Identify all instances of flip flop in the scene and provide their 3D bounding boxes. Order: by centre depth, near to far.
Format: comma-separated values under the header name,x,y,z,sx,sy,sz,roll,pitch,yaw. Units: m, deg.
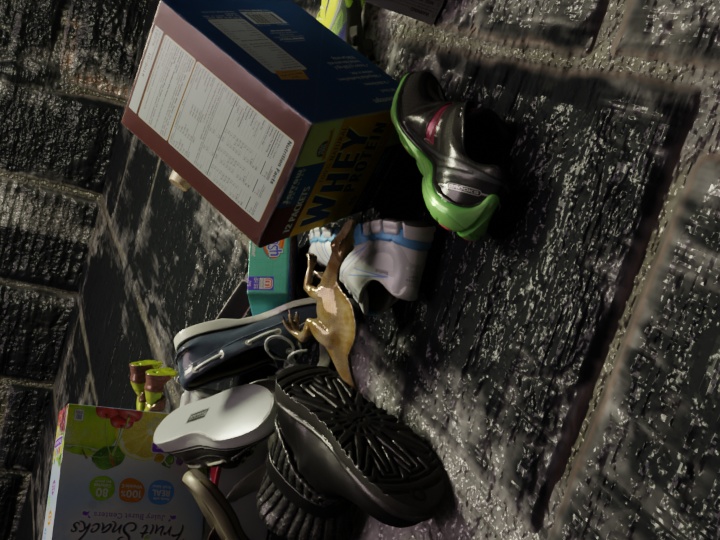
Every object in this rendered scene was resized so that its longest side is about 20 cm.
name,x,y,z,sx,sy,sz,roll,pitch,yaw
flip flop,-0.142,0.306,0.907,0.081,0.057,0.202,-13,108,59

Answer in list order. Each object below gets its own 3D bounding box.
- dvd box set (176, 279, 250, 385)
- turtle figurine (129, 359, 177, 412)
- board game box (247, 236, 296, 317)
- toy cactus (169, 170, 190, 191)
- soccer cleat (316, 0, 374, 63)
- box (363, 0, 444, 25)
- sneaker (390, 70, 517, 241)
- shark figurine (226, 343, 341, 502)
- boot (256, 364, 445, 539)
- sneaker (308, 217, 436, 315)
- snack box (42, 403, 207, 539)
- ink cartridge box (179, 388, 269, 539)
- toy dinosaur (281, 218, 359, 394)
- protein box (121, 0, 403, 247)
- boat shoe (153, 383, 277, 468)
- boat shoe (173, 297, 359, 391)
name,x,y,z,sx,sy,sz,roll,pitch,yaw
dvd box set,-0.186,0.085,1.109,0.147,0.029,0.200,-57,6,-10
turtle figurine,-0.277,0.202,1.101,0.200,0.064,0.164,-163,75,-66
board game box,-0.097,-0.003,0.973,0.201,0.044,0.154,93,177,-66
toy cactus,-0.227,-0.195,1.239,0.101,0.200,0.166,25,74,28
soccer cleat,-0.031,-0.304,1.020,0.083,0.065,0.203,-17,61,28
box,0.025,-0.361,0.896,0.102,0.111,0.201,-62,31,32
sneaker,0.085,-0.110,0.726,0.084,0.076,0.201,-43,42,24
shark figurine,-0.091,0.156,0.937,0.215,0.089,0.129,-56,31,34
boot,-0.015,0.198,0.758,0.211,0.079,0.160,36,124,45
sneaker,0.000,0.000,0.837,0.199,0.074,0.088,-4,81,64
snack box,-0.261,0.261,0.952,0.068,0.167,0.203,-30,55,57
ink cartridge box,-0.174,0.240,1.069,0.199,0.082,0.148,12,91,65
toy dinosaur,-0.026,0.056,0.790,0.101,0.058,0.203,8,108,60
protein box,-0.082,-0.155,0.838,0.200,0.198,0.136,41,123,18
boat shoe,-0.139,0.170,0.894,0.199,0.064,0.071,-17,33,46
boat shoe,-0.093,0.075,0.877,0.075,0.197,0.062,94,163,-60
